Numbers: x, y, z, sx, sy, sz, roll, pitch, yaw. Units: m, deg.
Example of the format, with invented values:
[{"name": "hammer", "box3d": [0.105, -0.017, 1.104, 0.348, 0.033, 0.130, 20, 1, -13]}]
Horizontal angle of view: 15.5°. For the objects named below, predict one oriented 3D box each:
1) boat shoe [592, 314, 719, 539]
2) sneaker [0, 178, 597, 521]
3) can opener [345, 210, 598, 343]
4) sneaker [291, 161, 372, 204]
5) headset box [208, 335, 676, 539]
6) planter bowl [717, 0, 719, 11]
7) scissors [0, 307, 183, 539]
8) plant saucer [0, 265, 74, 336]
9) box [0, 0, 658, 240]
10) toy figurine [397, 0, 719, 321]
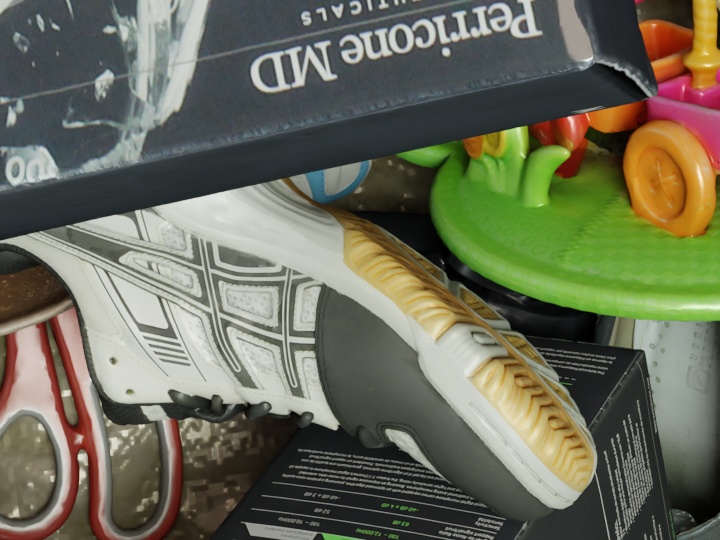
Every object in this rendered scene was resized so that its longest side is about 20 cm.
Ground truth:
[{"name": "boat shoe", "box3d": [0.097, 0.066, 0.844, 0.075, 0.060, 0.201, 14, 110, 32]}, {"name": "sneaker", "box3d": [-0.028, 0.018, 0.731, 0.200, 0.076, 0.088, 37, 94, 18]}, {"name": "can opener", "box3d": [0.000, 0.000, 0.839, 0.199, 0.063, 0.079, -1, 121, -24]}, {"name": "sneaker", "box3d": [-0.041, -0.114, 0.845, 0.080, 0.076, 0.201, -7, 103, -21]}, {"name": "headset box", "box3d": [0.018, 0.143, 0.763, 0.200, 0.092, 0.175, -51, 137, -45]}, {"name": "planter bowl", "box3d": [0.185, -0.140, 0.879, 0.199, 0.083, 0.202, 0, 90, -9]}, {"name": "scissors", "box3d": [-0.102, -0.005, 0.866, 0.073, 0.014, 0.201, -7, 90, -7]}, {"name": "plant saucer", "box3d": [-0.132, -0.079, 0.780, 0.199, 0.037, 0.202, 0, 93, -6]}, {"name": "box", "box3d": [-0.047, -0.120, 0.643, 0.199, 0.124, 0.198, -12, 88, 12]}, {"name": "toy figurine", "box3d": [0.077, -0.109, 0.757, 0.150, 0.200, 0.185, -19, 120, -31]}]
